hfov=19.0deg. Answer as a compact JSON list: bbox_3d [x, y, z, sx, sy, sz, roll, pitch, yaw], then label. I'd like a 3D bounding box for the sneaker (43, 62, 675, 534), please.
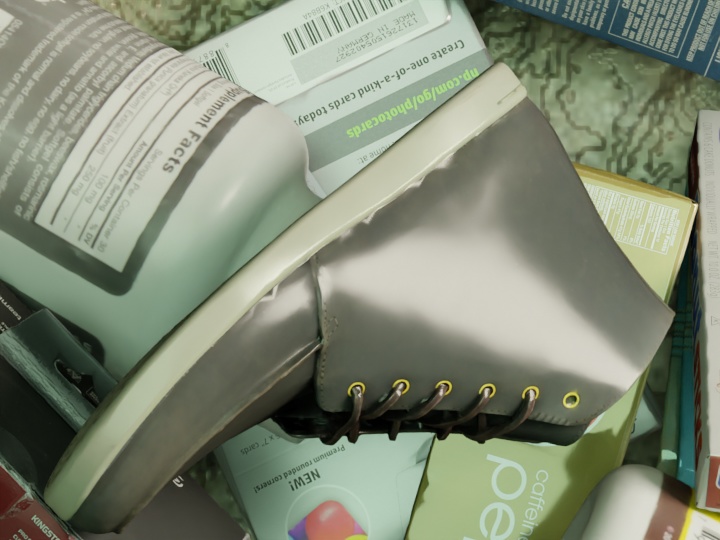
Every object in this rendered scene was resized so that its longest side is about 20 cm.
[{"bbox_3d":[0.007,0.033,0.639,0.200,0.075,0.106,-41,92,-23],"label":"sneaker"}]

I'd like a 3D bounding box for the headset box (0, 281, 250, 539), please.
[{"bbox_3d":[-0.146,0.094,0.689,0.149,0.077,0.200,45,113,-1],"label":"headset box"}]

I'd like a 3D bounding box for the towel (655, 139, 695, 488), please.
[{"bbox_3d":[0.207,0.030,0.757,0.199,0.022,0.147,9,58,4],"label":"towel"}]

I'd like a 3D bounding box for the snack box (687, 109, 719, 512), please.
[{"bbox_3d":[0.144,0.011,0.697,0.072,0.200,0.024,7,124,3],"label":"snack box"}]

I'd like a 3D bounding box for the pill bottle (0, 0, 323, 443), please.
[{"bbox_3d":[-0.087,-0.025,0.730,0.200,0.111,0.111,30,90,6],"label":"pill bottle"}]

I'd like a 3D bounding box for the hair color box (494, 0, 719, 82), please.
[{"bbox_3d":[0.068,-0.147,0.768,0.200,0.061,0.100,21,55,5],"label":"hair color box"}]

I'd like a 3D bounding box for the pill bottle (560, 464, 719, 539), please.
[{"bbox_3d":[0.140,0.148,0.641,0.200,0.109,0.109,29,90,4],"label":"pill bottle"}]

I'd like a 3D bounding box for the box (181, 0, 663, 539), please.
[{"bbox_3d":[0.000,0.000,0.797,0.156,0.041,0.200,-26,85,4],"label":"box"}]

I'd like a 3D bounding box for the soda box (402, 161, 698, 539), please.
[{"bbox_3d":[0.055,0.063,0.735,0.064,0.068,0.201,17,92,3],"label":"soda box"}]
